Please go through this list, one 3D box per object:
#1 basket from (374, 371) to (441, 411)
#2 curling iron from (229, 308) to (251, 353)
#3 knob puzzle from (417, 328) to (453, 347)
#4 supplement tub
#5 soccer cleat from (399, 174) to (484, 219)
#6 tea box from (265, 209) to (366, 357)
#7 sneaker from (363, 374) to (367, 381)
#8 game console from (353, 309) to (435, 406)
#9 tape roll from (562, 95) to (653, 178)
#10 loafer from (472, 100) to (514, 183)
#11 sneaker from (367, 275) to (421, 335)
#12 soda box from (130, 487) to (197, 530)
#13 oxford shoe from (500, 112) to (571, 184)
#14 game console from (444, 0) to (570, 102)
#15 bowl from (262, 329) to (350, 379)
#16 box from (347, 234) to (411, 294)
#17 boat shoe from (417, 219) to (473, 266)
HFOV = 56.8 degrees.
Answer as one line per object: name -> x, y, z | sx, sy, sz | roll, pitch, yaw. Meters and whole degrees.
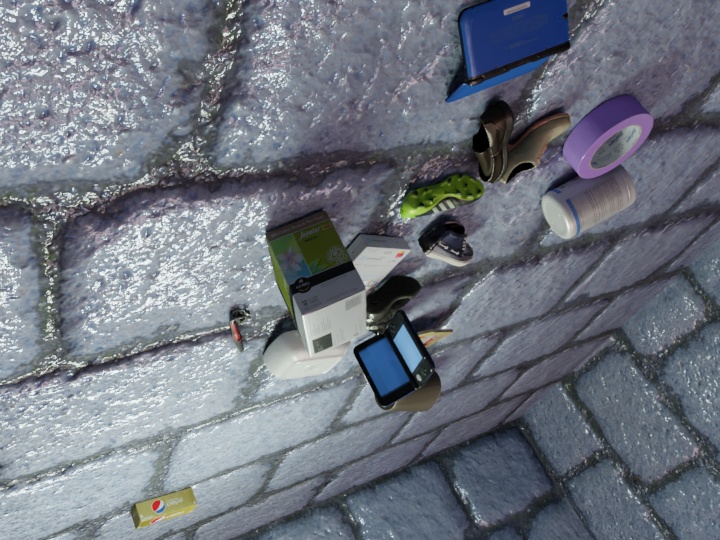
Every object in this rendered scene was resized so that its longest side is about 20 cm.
basket -> 0.155, 0.424, 2.319 | 0.199, 0.136, 0.181 | 4, 134, -43
curling iron -> -0.272, 0.144, 1.513 | 0.049, 0.026, 0.200 | -17, 151, -19
knob puzzle -> 0.156, 0.212, 2.047 | 0.218, 0.031, 0.220 | -14, 160, -5
supplement tub -> 0.577, -0.179, 1.695 | 0.199, 0.132, 0.132 | -27, 153, -5
soccer cleat -> 0.171, -0.155, 1.416 | 0.199, 0.068, 0.081 | -16, 168, -25
tea box -> -0.085, 0.029, 1.312 | 0.133, 0.197, 0.200 | -23, 154, -12
sneaker -> 0.110, 0.308, 2.094 | 0.199, 0.084, 0.081 | -24, 158, 9
game console -> 0.089, 0.241, 1.834 | 0.118, 0.201, 0.171 | -14, 149, -29
tape roll -> 0.572, -0.307, 1.544 | 0.199, 0.066, 0.200 | -23, 152, -13
loafer -> 0.251, -0.249, 1.325 | 0.071, 0.073, 0.201 | -19, 144, -10
sneaker -> 0.067, 0.088, 1.671 | 0.199, 0.076, 0.115 | -34, 156, -38
soda box -> -0.647, 0.785, 2.202 | 0.199, 0.064, 0.068 | -6, 145, -40
oxford shoe -> 0.369, -0.255, 1.416 | 0.200, 0.074, 0.071 | -36, 153, 11
game console -> 0.237, -0.383, 1.126 | 0.199, 0.118, 0.172 | -24, 122, -13
bowl -> -0.128, 0.210, 1.664 | 0.199, 0.075, 0.200 | -4, 154, -30
box -> 0.000, 0.000, 1.524 | 0.155, 0.041, 0.200 | 1, 141, -48
boat shoe -> 0.233, -0.067, 1.601 | 0.199, 0.075, 0.093 | 5, 145, -48
